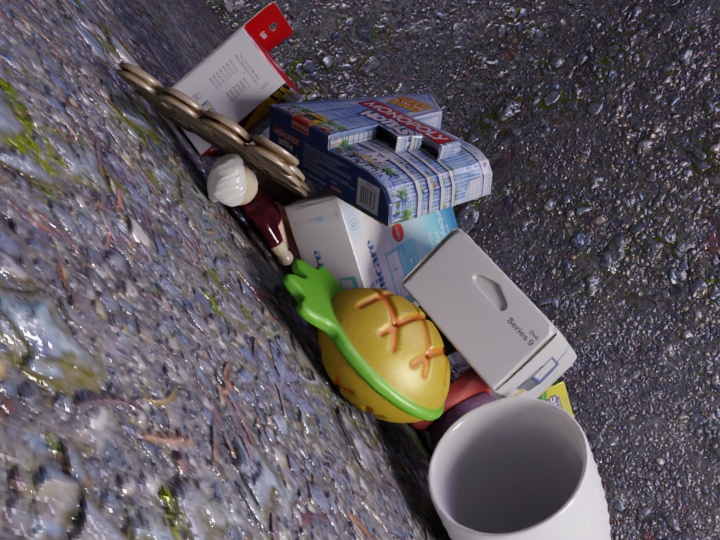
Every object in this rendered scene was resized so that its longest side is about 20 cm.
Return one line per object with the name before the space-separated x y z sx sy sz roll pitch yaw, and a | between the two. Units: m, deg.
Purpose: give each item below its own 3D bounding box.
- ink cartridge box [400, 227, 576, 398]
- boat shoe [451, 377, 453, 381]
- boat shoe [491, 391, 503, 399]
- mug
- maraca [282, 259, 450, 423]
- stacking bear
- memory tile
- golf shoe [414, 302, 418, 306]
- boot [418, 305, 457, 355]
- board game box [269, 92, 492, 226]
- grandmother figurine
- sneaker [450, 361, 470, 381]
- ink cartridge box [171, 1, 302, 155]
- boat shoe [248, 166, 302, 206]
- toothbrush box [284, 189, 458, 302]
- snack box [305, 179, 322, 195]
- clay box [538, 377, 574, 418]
ink cartridge box | 0.141 0.055 0.792 0.146 0.087 0.200 49 5 23
boat shoe | 0.123 0.196 1.052 0.069 0.056 0.201 47 10 -32
boat shoe | 0.195 0.241 1.020 0.093 0.073 0.204 -37 120 -78
mug | 0.159 0.217 0.722 0.201 0.145 0.177 -87 155 -54
maraca | 0.007 0.065 0.717 0.200 0.107 0.137 42 14 -8
stacking bear | 0.155 0.230 0.886 0.202 0.120 0.114 59 -1 25
memory tile | -0.140 -0.137 0.752 0.198 0.017 0.153 31 -3 8
golf shoe | 0.081 0.008 1.194 0.201 0.075 0.092 51 1 -1
boot | 0.087 0.057 1.104 0.165 0.066 0.200 48 -22 2
board game box | 0.038 -0.133 0.805 0.199 0.198 0.063 33 -50 39
grandmother figurine | -0.103 -0.062 0.826 0.121 0.061 0.200 46 -1 33
sneaker | 0.177 0.243 1.137 0.089 0.076 0.203 117 -36 -56
ink cartridge box | -0.138 -0.230 0.948 0.084 0.175 0.200 51 7 -6
boat shoe | -0.105 -0.101 0.989 0.065 0.072 0.200 48 1 24
toothbrush box | 0.024 -0.039 0.866 0.199 0.084 0.149 -29 107 -46
snack box | -0.044 -0.102 0.985 0.200 0.037 0.118 24 47 -84
clay box | 0.234 0.181 1.003 0.200 0.047 0.117 -135 -155 -74
